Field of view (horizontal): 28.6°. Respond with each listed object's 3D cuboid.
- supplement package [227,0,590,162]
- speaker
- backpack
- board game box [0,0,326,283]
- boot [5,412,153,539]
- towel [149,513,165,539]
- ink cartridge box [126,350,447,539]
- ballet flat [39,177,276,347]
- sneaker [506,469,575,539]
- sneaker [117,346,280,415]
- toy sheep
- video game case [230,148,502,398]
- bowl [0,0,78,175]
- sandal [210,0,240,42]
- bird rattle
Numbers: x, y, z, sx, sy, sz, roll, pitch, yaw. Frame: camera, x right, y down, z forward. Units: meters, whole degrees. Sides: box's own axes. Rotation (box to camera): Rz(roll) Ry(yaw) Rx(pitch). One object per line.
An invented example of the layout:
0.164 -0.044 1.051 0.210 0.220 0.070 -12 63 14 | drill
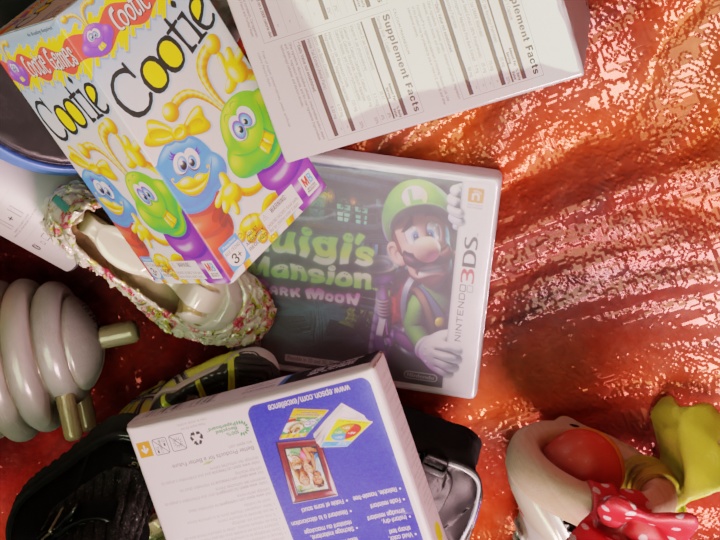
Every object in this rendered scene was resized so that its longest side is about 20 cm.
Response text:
0.033 -0.187 0.912 0.197 0.152 0.152 -15 109 17 | supplement package
-0.280 -0.080 1.030 0.199 0.082 0.081 30 117 -22 | speaker
-0.012 0.192 1.082 0.175 0.151 0.203 18 105 -5 | backpack
-0.131 -0.102 0.927 0.102 0.105 0.201 0 129 52 | board game box
-0.218 0.217 1.046 0.079 0.159 0.211 26 131 -19 | boot
-0.170 0.307 1.180 0.147 0.037 0.202 -24 104 18 | towel
-0.044 0.175 0.986 0.195 0.047 0.203 -15 101 19 | ink cartridge box
-0.142 0.004 1.021 0.198 0.064 0.076 30 91 -23 | ballet flat
0.143 0.242 1.121 0.092 0.071 0.201 -24 110 13 | sneaker
-0.144 0.109 1.111 0.199 0.077 0.075 -34 124 24 | sneaker
-0.266 0.072 1.100 0.197 0.138 0.140 -12 111 0 | toy sheep
0.000 0.000 1.072 0.197 0.023 0.184 8 114 8 | video game case
-0.202 -0.165 0.977 0.198 0.039 0.204 -5 105 -20 | bowl
-0.100 -0.244 0.950 0.049 0.083 0.206 10 112 7 | sandal
0.178 0.164 1.024 0.162 0.199 0.114 23 118 27 | bird rattle
